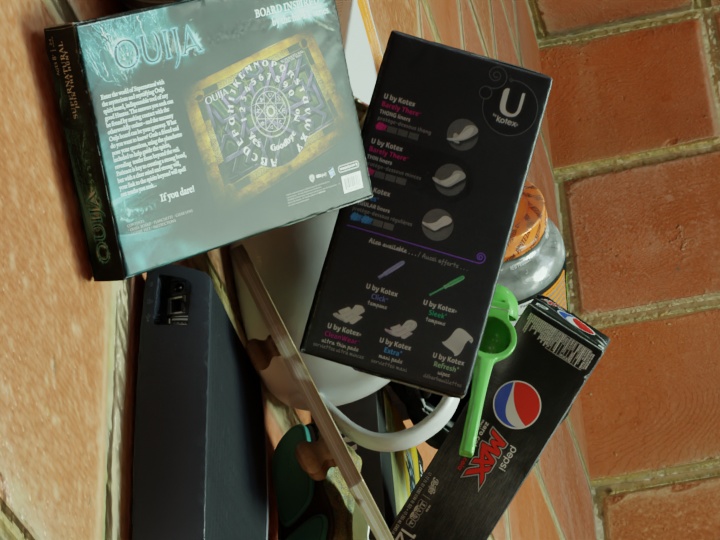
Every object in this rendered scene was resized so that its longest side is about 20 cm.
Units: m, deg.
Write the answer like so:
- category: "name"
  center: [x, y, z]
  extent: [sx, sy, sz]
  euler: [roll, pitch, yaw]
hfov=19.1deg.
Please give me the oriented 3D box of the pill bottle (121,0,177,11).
- category: "pill bottle"
  center: [-0.079, -0.144, 1.281]
  extent: [0.111, 0.110, 0.201]
  euler: [-86, 163, -53]

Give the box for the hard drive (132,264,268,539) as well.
- category: "hard drive"
  center: [-0.087, 0.106, 1.181]
  extent: [0.135, 0.042, 0.201]
  euler: [68, 15, -49]

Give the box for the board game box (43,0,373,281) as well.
- category: "board game box"
  center: [-0.078, -0.083, 1.166]
  extent: [0.199, 0.028, 0.136]
  euler: [-19, 102, -46]

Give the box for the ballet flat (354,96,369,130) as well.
- category: "ballet flat"
  center: [-0.015, -0.098, 1.403]
  extent: [0.064, 0.199, 0.076]
  euler: [-58, -171, 39]

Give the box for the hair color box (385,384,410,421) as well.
- category: "hair color box"
  center: [0.004, 0.018, 1.712]
  extent: [0.099, 0.060, 0.202]
  euler: [-28, 108, -80]

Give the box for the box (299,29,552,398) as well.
- category: "box"
  center: [0.039, -0.031, 1.316]
  extent: [0.122, 0.105, 0.201]
  euler: [123, -17, -88]

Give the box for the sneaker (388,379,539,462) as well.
- category: "sneaker"
  center: [0.051, 0.076, 1.606]
  extent: [0.200, 0.060, 0.104]
  euler: [55, -14, -3]

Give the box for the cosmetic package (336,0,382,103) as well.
- category: "cosmetic package"
  center: [-0.028, -0.150, 1.673]
  extent: [0.200, 0.071, 0.102]
  euler: [-83, 161, -57]

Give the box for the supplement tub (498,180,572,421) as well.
- category: "supplement tub"
  center: [0.104, 0.031, 1.683]
  extent: [0.123, 0.122, 0.201]
  euler: [-86, 171, -53]

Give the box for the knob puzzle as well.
- category: "knob puzzle"
  center: [-0.042, 0.073, 1.302]
  extent: [0.221, 0.030, 0.220]
  euler: [63, -2, 4]

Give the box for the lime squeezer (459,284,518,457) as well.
- category: "lime squeezer"
  center: [0.079, 0.050, 1.425]
  extent: [0.071, 0.038, 0.200]
  euler: [-58, -172, 20]

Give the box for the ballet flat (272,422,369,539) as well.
- category: "ballet flat"
  center: [-0.023, 0.175, 1.365]
  extent: [0.201, 0.070, 0.071]
  euler: [-90, 166, -56]

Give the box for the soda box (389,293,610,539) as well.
- category: "soda box"
  center: [0.095, 0.118, 1.494]
  extent: [0.201, 0.063, 0.071]
  euler: [-58, 174, 11]

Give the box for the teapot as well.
- category: "teapot"
  center: [0.000, 0.000, 1.473]
  extent: [0.198, 0.145, 0.201]
  euler: [-67, 147, -71]

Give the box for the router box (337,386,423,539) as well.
- category: "router box"
  center: [0.012, 0.197, 1.601]
  extent: [0.158, 0.052, 0.201]
  euler: [63, 19, -55]
